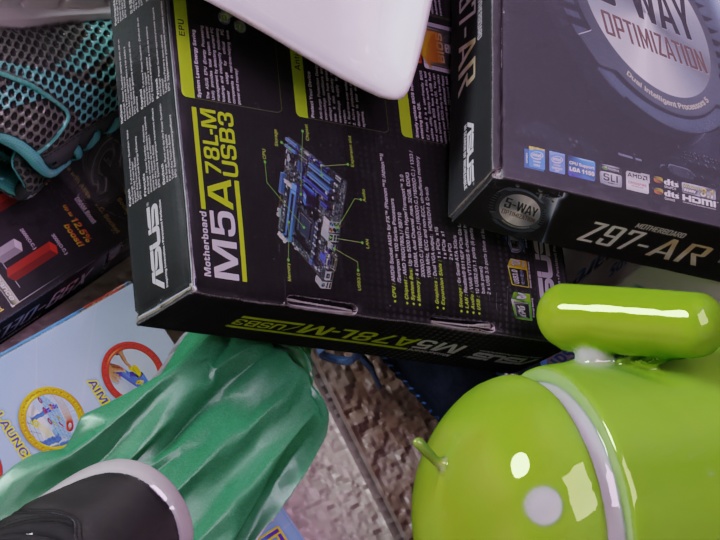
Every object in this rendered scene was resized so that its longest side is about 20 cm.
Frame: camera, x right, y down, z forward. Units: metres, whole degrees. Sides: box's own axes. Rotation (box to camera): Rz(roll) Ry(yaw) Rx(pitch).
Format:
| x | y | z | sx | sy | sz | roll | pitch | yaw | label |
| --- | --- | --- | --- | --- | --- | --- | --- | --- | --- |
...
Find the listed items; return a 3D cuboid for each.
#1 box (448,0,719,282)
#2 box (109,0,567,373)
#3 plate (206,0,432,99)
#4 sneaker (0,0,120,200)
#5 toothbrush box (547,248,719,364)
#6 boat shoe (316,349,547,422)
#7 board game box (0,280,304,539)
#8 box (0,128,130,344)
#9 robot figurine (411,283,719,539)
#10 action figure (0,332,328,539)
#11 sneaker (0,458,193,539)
| x | y | z | sx | sy | sz | roll | pitch | yaw | label |
| --- | --- | --- | --- | --- | --- | --- | --- | --- | --- |
| 0.135 | -0.078 | 1.027 | 0.199 | 0.044 | 0.161 | 13 | 61 | -19 | box |
| -0.008 | -0.067 | 0.998 | 0.193 | 0.047 | 0.201 | 7 | 67 | -36 | box |
| -0.049 | -0.186 | 0.953 | 0.199 | 0.032 | 0.201 | 24 | 65 | -26 | plate |
| -0.125 | -0.074 | 1.001 | 0.199 | 0.077 | 0.092 | -1 | 94 | -38 | sneaker |
| 0.188 | 0.041 | 1.111 | 0.200 | 0.146 | 0.085 | 31 | 56 | -10 | toothbrush box |
| 0.000 | 0.000 | 1.080 | 0.200 | 0.084 | 0.069 | 50 | 35 | 17 | boat shoe |
| -0.118 | 0.135 | 0.967 | 0.196 | 0.056 | 0.200 | -30 | 83 | -34 | board game box |
| -0.196 | -0.059 | 1.020 | 0.158 | 0.050 | 0.200 | -36 | 87 | -35 | box |
| 0.108 | 0.091 | 0.988 | 0.199 | 0.116 | 0.176 | -6 | 101 | -25 | robot figurine |
| -0.074 | 0.084 | 0.946 | 0.118 | 0.055 | 0.200 | 42 | 60 | -2 | action figure |
| -0.149 | 0.140 | 0.832 | 0.071 | 0.200 | 0.099 | 51 | 17 | 3 | sneaker |
